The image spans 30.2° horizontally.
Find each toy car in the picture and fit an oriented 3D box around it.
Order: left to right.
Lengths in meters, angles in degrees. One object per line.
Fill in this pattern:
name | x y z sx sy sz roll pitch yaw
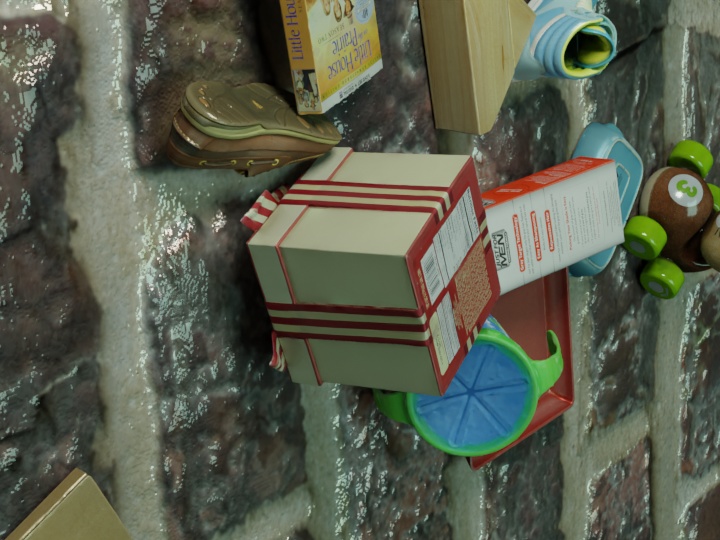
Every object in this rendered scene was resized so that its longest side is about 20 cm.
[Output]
toy car | 0.462 -0.052 1.685 0.165 0.199 0.158 -54 133 -22

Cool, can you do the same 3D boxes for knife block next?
knife block | 0.096 -0.262 1.346 0.175 0.064 0.202 32 78 -45

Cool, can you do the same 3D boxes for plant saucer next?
plant saucer | 0.172 0.100 1.539 0.199 0.037 0.202 -25 118 -40

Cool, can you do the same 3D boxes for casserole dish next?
casserole dish | 0.287 -0.082 1.613 0.121 0.039 0.202 35 74 -46

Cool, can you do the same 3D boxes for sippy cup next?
sippy cup | 0.109 0.102 1.381 0.176 0.131 0.141 21 109 -9

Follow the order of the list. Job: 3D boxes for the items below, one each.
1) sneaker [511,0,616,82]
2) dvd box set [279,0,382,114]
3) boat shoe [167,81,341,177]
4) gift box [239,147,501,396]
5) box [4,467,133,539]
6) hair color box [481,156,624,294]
sneaker | 0.242 -0.269 1.449 0.200 0.130 0.080 -49 129 -27
dvd box set | -0.031 -0.258 1.203 0.146 0.029 0.202 -45 132 -56
boat shoe | -0.096 -0.121 1.186 0.199 0.072 0.068 -4 137 -54
gift box | 0.000 0.000 1.219 0.200 0.185 0.186 -49 134 -46
box | -0.269 0.294 1.135 0.200 0.021 0.164 -46 130 -29
hair color box | 0.200 -0.052 1.484 0.199 0.061 0.103 -21 110 -32
